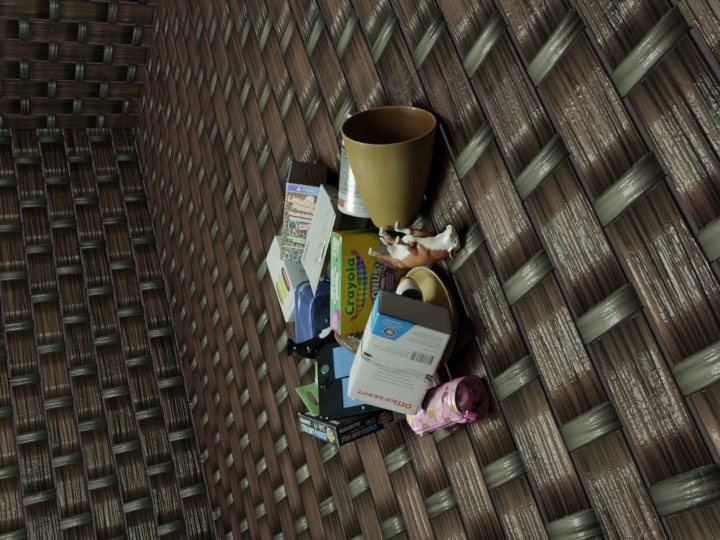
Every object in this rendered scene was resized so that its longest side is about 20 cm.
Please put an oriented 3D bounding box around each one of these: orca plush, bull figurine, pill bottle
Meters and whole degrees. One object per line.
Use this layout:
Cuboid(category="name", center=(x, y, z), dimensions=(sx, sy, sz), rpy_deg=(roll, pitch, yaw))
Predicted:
Cuboid(category="orca plush", center=(-0.074, 0.167, 1.660), dimensions=(0.071, 0.194, 0.109), rpy_deg=(-148, 63, -64))
Cuboid(category="bull figurine", center=(0.103, -0.047, 1.372), dimensions=(0.199, 0.119, 0.067), rpy_deg=(-26, 46, 60))
Cuboid(category="pill bottle", center=(0.013, -0.226, 1.516), dimensions=(0.113, 0.111, 0.206), rpy_deg=(35, 126, 54))

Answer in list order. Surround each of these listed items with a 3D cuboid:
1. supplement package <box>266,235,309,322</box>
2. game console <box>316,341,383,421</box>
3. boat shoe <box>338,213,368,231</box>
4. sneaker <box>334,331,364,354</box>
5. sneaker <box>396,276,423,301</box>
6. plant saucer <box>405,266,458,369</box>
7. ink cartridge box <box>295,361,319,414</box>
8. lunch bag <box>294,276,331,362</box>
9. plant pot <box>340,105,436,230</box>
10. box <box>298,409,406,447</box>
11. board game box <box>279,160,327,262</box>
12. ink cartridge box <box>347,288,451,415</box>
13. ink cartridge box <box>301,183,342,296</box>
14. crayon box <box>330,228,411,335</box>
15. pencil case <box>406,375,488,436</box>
Cuboid(category="supplement package", center=(-0.166, 0.017, 1.912), dimensions=(0.204, 0.107, 0.115), rpy_deg=(68, 148, 28))
Cuboid(category="game console", center=(0.001, 0.223, 1.532), dimensions=(0.031, 0.194, 0.180), rpy_deg=(65, -165, -48))
Cuboid(category="boat shoe", center=(-0.035, -0.114, 1.684), dimensions=(0.200, 0.060, 0.074), rpy_deg=(-50, 53, 54))
Cuboid(category="sneaker", center=(0.023, 0.146, 1.517), dimensions=(0.196, 0.071, 0.076), rpy_deg=(22, 154, 30))
Cuboid(category="sneaker", center=(0.097, 0.109, 1.415), dimensions=(0.085, 0.070, 0.206), rpy_deg=(-97, 10, -66))
Cuboid(category="plant saucer", center=(0.140, 0.093, 1.418), dimensions=(0.199, 0.035, 0.207), rpy_deg=(22, 115, 59))
Cuboid(category="ink cartridge box", center=(-0.041, 0.247, 1.620), dimensions=(0.104, 0.195, 0.061), rpy_deg=(43, 138, 49))
Cuboid(category="lunch bag", center=(-0.091, 0.111, 1.759), dimensions=(0.131, 0.132, 0.207), rpy_deg=(23, 116, 58))
Cuboid(category="plant pot", center=(0.063, -0.190, 1.392), dimensions=(0.186, 0.182, 0.205), rpy_deg=(43, 147, 51))
Cuboid(category="box", center=(-0.012, 0.321, 1.582), dimensions=(0.199, 0.194, 0.051), rpy_deg=(-6, 96, 62))
Cuboid(category="board game box", center=(-0.141, -0.146, 1.783), dimensions=(0.161, 0.094, 0.205), rpy_deg=(-92, 10, -64))
Cuboid(category="ink cartridge box", center=(0.070, 0.157, 1.341), dimensions=(0.085, 0.142, 0.204), rpy_deg=(-86, 14, -59))
Cuboid(category="ink cartridge box", center=(-0.080, -0.069, 1.634), dimensions=(0.177, 0.043, 0.205), rpy_deg=(-118, 40, -58))
Cuboid(category="crayon box", center=(0.022, 0.019, 1.484), dimensions=(0.058, 0.168, 0.207), rpy_deg=(23, 116, 58))
Cuboid(category="pencil case", center=(0.163, 0.260, 1.359), dimensions=(0.200, 0.081, 0.089), rpy_deg=(-40, 69, 57))
